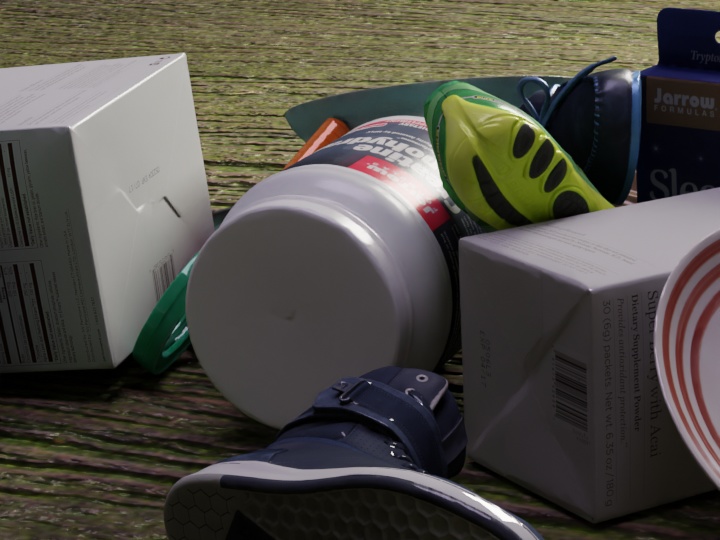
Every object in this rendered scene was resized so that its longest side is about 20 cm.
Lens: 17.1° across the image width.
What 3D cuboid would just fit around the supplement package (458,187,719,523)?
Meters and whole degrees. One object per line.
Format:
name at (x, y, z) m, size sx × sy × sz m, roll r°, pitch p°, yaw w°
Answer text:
supplement package at (0.165, 0.035, 1.214) m, size 0.199 × 0.122 × 0.120 m, roll -12°, pitch 18°, yaw -29°

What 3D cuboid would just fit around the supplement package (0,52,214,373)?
supplement package at (-0.216, -0.034, 1.431) m, size 0.199 × 0.148 × 0.191 m, roll -3°, pitch 16°, yaw 18°

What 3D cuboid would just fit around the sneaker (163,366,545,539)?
sneaker at (0.031, 0.100, 1.086) m, size 0.202 × 0.077 × 0.146 m, roll 9°, pitch 22°, yaw 38°

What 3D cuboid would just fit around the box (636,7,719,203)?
box at (0.210, -0.043, 1.335) m, size 0.121 × 0.201 × 0.032 m, roll 10°, pitch 21°, yaw 38°

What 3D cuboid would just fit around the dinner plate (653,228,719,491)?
dinner plate at (0.224, 0.061, 1.111) m, size 0.199 × 0.024 × 0.201 m, roll 12°, pitch 50°, yaw -15°

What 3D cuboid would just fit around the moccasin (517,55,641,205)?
moccasin at (0.115, -0.066, 1.356) m, size 0.068 × 0.081 × 0.200 m, roll 7°, pitch -13°, yaw -3°

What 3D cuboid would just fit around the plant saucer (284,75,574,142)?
plant saucer at (0.052, -0.095, 1.512) m, size 0.199 × 0.028 × 0.200 m, roll -5°, pitch -4°, yaw 0°

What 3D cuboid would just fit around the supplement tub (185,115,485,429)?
supplement tub at (0.000, 0.000, 1.326) m, size 0.140 × 0.141 × 0.200 m, roll 4°, pitch 17°, yaw 21°

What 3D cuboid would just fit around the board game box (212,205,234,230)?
board game box at (-0.025, -0.045, 1.569) m, size 0.135 × 0.028 × 0.200 m, roll -16°, pitch 2°, yaw -28°

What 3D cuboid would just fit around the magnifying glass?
magnifying glass at (-0.068, -0.017, 1.403) m, size 0.022 × 0.080 × 0.200 m, roll 33°, pitch 60°, yaw 7°

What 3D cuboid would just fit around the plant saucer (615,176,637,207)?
plant saucer at (0.223, -0.070, 1.681) m, size 0.199 × 0.030 × 0.200 m, roll 8°, pitch 18°, yaw -3°

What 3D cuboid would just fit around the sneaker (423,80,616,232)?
sneaker at (0.094, -0.037, 1.280) m, size 0.074 × 0.200 × 0.084 m, roll -35°, pitch 48°, yaw 2°
